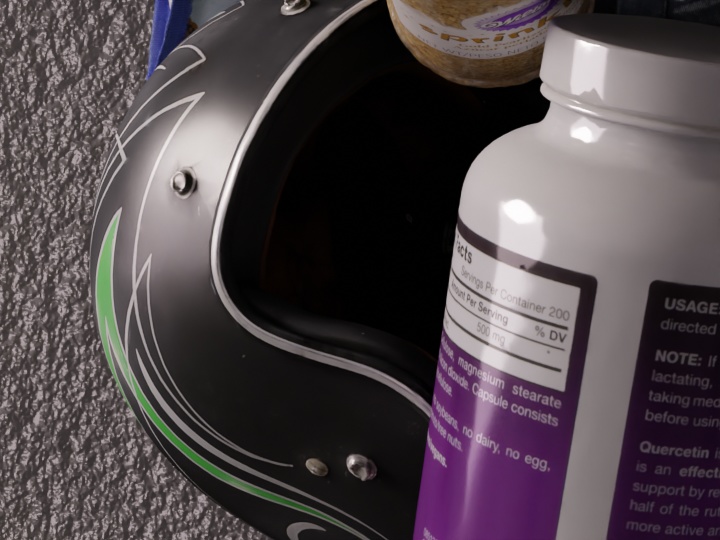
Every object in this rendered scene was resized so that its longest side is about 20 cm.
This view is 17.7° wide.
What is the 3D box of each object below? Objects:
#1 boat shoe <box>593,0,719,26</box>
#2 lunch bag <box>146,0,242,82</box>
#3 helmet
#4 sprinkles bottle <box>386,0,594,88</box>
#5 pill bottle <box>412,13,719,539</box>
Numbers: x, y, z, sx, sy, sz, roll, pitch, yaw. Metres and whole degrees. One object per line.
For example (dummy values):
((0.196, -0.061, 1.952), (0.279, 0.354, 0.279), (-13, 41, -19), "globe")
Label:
((0.110, -0.176, 0.808), (0.071, 0.091, 0.200), (82, -166, -74), "boat shoe")
((0.010, -0.160, 0.913), (0.200, 0.170, 0.124), (-90, 18, -44), "lunch bag")
((0.000, 0.000, 0.801), (0.200, 0.191, 0.200), (-46, -11, -12), "helmet")
((0.033, -0.099, 0.636), (0.200, 0.068, 0.068), (42, -125, -83), "sprinkles bottle")
((0.077, 0.033, 0.654), (0.112, 0.112, 0.200), (-84, 2, -75), "pill bottle")
